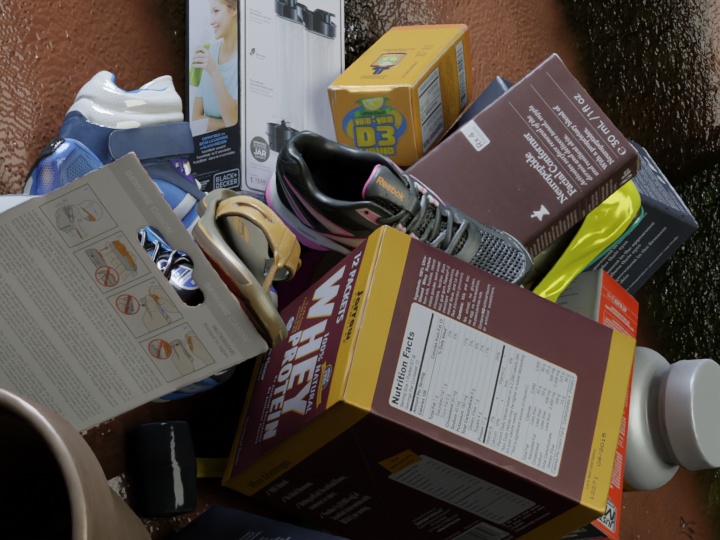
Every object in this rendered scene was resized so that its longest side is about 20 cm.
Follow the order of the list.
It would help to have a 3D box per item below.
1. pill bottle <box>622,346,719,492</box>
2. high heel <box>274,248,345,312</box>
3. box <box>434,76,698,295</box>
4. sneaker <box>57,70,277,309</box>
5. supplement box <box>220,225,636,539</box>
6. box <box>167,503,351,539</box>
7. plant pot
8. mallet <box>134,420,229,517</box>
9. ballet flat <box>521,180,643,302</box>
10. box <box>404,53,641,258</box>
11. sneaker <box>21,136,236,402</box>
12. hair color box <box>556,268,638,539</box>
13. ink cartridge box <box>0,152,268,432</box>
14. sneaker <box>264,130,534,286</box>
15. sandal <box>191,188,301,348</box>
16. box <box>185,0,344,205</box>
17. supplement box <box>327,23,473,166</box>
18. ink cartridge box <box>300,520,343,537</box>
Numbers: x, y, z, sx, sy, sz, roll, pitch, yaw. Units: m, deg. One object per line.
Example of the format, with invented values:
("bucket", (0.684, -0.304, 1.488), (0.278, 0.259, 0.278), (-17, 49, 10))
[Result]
("pill bottle", (0.187, 0.119, 1.846), (0.113, 0.199, 0.114), (19, 68, -56))
("high heel", (0.000, 0.000, 1.745), (0.067, 0.096, 0.201), (49, 49, -31))
("box", (0.144, -0.044, 1.862), (0.199, 0.148, 0.105), (22, 29, -45))
("sneaker", (-0.124, -0.058, 1.623), (0.199, 0.080, 0.148), (24, 70, -37))
("supplement box", (0.044, 0.098, 1.597), (0.199, 0.197, 0.134), (24, 60, -17))
("box", (-0.047, 0.273, 1.533), (0.117, 0.199, 0.198), (-37, 112, -26))
("plant pot", (-0.210, 0.181, 1.412), (0.174, 0.199, 0.202), (33, 56, -63))
("mallet", (-0.086, 0.150, 1.661), (0.199, 0.041, 0.066), (17, 68, -51))
("ballet flat", (0.127, -0.002, 1.753), (0.200, 0.067, 0.067), (-48, 121, 0))
("box", (0.095, -0.054, 1.699), (0.100, 0.200, 0.075), (50, -1, 13))
("sneaker", (-0.139, -0.004, 1.501), (0.201, 0.089, 0.079), (57, 48, -25))
("hair color box", (0.145, 0.106, 1.761), (0.061, 0.101, 0.201), (39, 51, -43))
("ink cartridge box", (-0.176, 0.016, 1.457), (0.161, 0.199, 0.050), (56, 22, -25))
("sneaker", (0.023, -0.033, 1.612), (0.086, 0.199, 0.081), (93, 20, -63))
("sandal", (-0.067, -0.016, 1.508), (0.081, 0.054, 0.200), (54, 7, -18))
("box", (-0.069, -0.141, 1.724), (0.116, 0.060, 0.202), (11, 74, -48))
("supplement box", (0.034, -0.135, 1.783), (0.200, 0.066, 0.069), (-47, 134, -67))
("ink cartridge box", (0.046, 0.198, 1.763), (0.147, 0.084, 0.200), (58, 44, -23))
